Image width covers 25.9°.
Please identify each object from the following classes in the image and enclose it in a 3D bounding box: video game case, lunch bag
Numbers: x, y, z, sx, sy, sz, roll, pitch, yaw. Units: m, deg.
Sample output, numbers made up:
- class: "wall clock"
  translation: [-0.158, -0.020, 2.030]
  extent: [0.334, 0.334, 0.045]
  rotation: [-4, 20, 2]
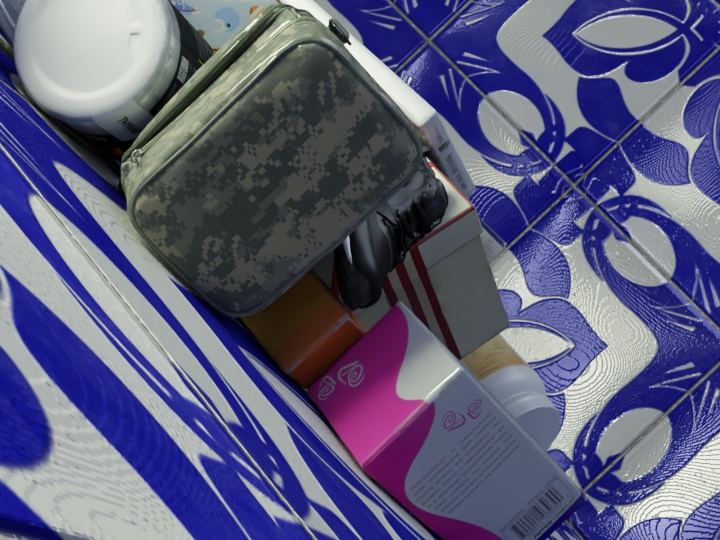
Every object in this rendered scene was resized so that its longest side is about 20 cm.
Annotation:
- class: "video game case"
  translation: [0.014, -0.160, 1.400]
  extent: [0.200, 0.024, 0.182]
  rotation: [45, -2, 23]
- class: "lunch bag"
  translation: [-0.163, -0.199, 1.501]
  extent: [0.200, 0.169, 0.125]
  rotation: [148, -57, -72]
- class: "lunch bag"
  translation: [-0.073, -0.086, 1.108]
  extent: [0.139, 0.200, 0.168]
  rotation: [44, 9, -22]

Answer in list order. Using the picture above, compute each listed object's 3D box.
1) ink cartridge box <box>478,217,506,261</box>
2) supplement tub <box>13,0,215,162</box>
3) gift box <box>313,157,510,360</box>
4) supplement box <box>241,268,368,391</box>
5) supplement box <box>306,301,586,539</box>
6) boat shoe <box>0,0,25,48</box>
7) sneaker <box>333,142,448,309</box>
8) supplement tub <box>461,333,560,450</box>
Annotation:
- class: "ink cartridge box"
  translation: [0.055, 0.033, 1.477]
  extent: [0.039, 0.200, 0.100]
  rotation: [45, 4, -33]
- class: "supplement tub"
  translation: [-0.176, -0.150, 1.201]
  extent: [0.123, 0.122, 0.200]
  rotation: [47, 1, 14]
- class: "gift box"
  translation: [0.000, 0.000, 1.343]
  extent: [0.184, 0.199, 0.187]
  rotation: [43, -17, 42]
- class: "supplement box"
  translation: [-0.077, 0.000, 1.198]
  extent: [0.200, 0.066, 0.069]
  rotation: [49, 2, 28]
- class: "supplement box"
  translation: [0.067, 0.132, 1.175]
  extent: [0.200, 0.101, 0.103]
  rotation: [46, 1, -42]
- class: "boat shoe"
  translation: [-0.241, -0.183, 1.290]
  extent: [0.074, 0.065, 0.202]
  rotation: [48, 1, 39]
- class: "sneaker"
  translation: [0.023, -0.047, 1.181]
  extent: [0.201, 0.087, 0.076]
  rotation: [-89, 175, -55]
- class: "supplement tub"
  translation: [0.122, 0.136, 1.800]
  extent: [0.200, 0.145, 0.145]
  rotation: [49, 2, 35]
